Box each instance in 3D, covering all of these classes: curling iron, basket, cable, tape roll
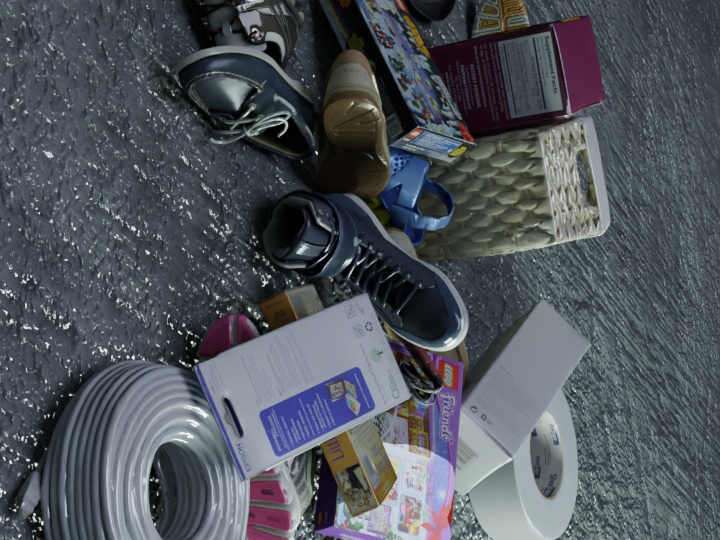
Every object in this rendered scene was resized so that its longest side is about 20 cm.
[{"bbox_3d":[0.024,0.041,1.411,0.050,0.026,0.200,-9,66,-47],"label":"curling iron"},{"bbox_3d":[0.152,-0.087,1.584,0.123,0.200,0.136,-18,99,-56],"label":"basket"},{"bbox_3d":[-0.157,0.165,1.089,0.200,0.069,0.200,53,40,-42],"label":"cable"},{"bbox_3d":[0.192,0.219,1.716,0.200,0.066,0.201,25,61,-57],"label":"tape roll"}]

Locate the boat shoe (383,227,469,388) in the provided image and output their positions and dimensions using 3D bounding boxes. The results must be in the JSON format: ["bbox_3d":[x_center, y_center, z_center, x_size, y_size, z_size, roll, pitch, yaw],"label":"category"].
[{"bbox_3d":[0.057,0.055,1.484,0.200,0.074,0.069,61,7,-23],"label":"boat shoe"}]

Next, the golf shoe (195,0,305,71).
[{"bbox_3d":[-0.111,-0.236,1.264,0.200,0.078,0.095,37,52,-51],"label":"golf shoe"}]

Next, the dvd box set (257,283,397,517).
[{"bbox_3d":[-0.026,0.110,1.285,0.146,0.029,0.200,-18,84,-82],"label":"dvd box set"}]

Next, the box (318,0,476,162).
[{"bbox_3d":[0.035,-0.211,1.485,0.137,0.040,0.200,6,55,-61],"label":"box"}]

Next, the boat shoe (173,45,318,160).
[{"bbox_3d":[-0.096,-0.142,1.276,0.200,0.075,0.062,27,49,-67],"label":"boat shoe"}]

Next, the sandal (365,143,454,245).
[{"bbox_3d":[0.034,-0.103,1.486,0.200,0.087,0.080,55,41,-37],"label":"sandal"}]

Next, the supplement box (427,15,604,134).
[{"bbox_3d":[0.151,-0.210,1.604,0.131,0.200,0.104,-25,106,-61],"label":"supplement box"}]

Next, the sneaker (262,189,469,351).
[{"bbox_3d":[-0.001,0.001,1.330,0.202,0.077,0.146,44,17,23],"label":"sneaker"}]

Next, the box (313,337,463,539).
[{"bbox_3d":[0.030,0.168,1.405,0.137,0.039,0.201,20,63,-29],"label":"box"}]

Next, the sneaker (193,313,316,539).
[{"bbox_3d":[-0.084,0.129,1.234,0.087,0.074,0.200,-35,113,-66],"label":"sneaker"}]

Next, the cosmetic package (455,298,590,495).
[{"bbox_3d":[0.153,0.134,1.564,0.081,0.113,0.200,44,51,1],"label":"cosmetic package"}]

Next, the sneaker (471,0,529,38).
[{"bbox_3d":[0.186,-0.252,1.831,0.088,0.075,0.201,-31,114,-76],"label":"sneaker"}]

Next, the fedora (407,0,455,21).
[{"bbox_3d":[0.097,-0.389,1.658,0.200,0.091,0.201,21,65,-58],"label":"fedora"}]

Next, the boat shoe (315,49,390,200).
[{"bbox_3d":[-0.005,-0.132,1.372,0.200,0.071,0.065,99,-8,-63],"label":"boat shoe"}]

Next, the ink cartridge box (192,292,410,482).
[{"bbox_3d":[-0.052,0.093,1.167,0.200,0.039,0.100,-20,88,-45],"label":"ink cartridge box"}]
